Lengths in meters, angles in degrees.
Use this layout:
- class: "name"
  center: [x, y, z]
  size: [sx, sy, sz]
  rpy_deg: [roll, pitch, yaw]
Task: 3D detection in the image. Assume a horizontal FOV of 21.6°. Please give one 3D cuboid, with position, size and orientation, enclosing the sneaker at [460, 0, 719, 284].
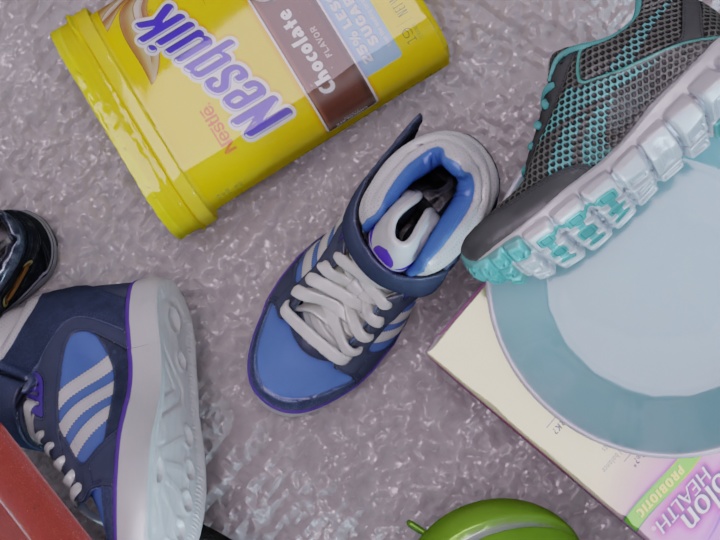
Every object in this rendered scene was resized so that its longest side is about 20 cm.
- class: "sneaker"
  center: [0.123, -0.075, 1.014]
  size: [0.200, 0.078, 0.091]
  rpy_deg: [-41, 67, -2]

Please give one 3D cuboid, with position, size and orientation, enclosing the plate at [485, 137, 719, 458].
- class: "plate"
  center: [0.169, 0.003, 1.042]
  size: [0.200, 0.026, 0.200]
  rpy_deg: [0, 86, 5]

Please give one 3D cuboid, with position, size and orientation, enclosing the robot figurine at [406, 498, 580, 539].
- class: "robot figurine"
  center: [0.092, 0.209, 1.052]
  size: [0.175, 0.200, 0.116]
  rpy_deg: [12, 120, -30]

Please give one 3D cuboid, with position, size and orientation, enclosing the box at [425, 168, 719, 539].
- class: "box"
  center: [0.171, 0.047, 1.099]
  size: [0.200, 0.097, 0.176]
  rpy_deg: [40, 90, 8]

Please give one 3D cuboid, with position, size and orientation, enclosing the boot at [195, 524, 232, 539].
- class: "boot"
  center: [-0.090, 0.231, 1.103]
  size: [0.200, 0.068, 0.131]
  rpy_deg: [33, 88, 25]

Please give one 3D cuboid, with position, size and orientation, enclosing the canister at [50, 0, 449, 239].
- class: "canister"
  center: [-0.064, -0.134, 1.142]
  size: [0.200, 0.087, 0.149]
  rpy_deg: [-32, 84, 1]

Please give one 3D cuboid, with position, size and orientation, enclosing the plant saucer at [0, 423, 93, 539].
- class: "plant saucer"
  center: [-0.185, 0.178, 1.090]
  size: [0.037, 0.200, 0.200]
  rpy_deg: [-36, 82, -27]

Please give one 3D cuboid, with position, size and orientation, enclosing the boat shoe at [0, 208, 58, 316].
- class: "boat shoe"
  center: [-0.275, 0.033, 1.146]
  size: [0.200, 0.091, 0.071]
  rpy_deg: [-44, 83, 1]

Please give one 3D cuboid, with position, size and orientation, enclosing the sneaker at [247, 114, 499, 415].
- class: "sneaker"
  center: [0.000, 0.000, 1.086]
  size: [0.081, 0.146, 0.200]
  rpy_deg: [43, 90, 6]

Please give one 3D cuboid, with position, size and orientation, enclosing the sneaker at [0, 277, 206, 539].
- class: "sneaker"
  center: [-0.173, 0.102, 1.104]
  size: [0.146, 0.081, 0.200]
  rpy_deg: [-13, 58, 17]
